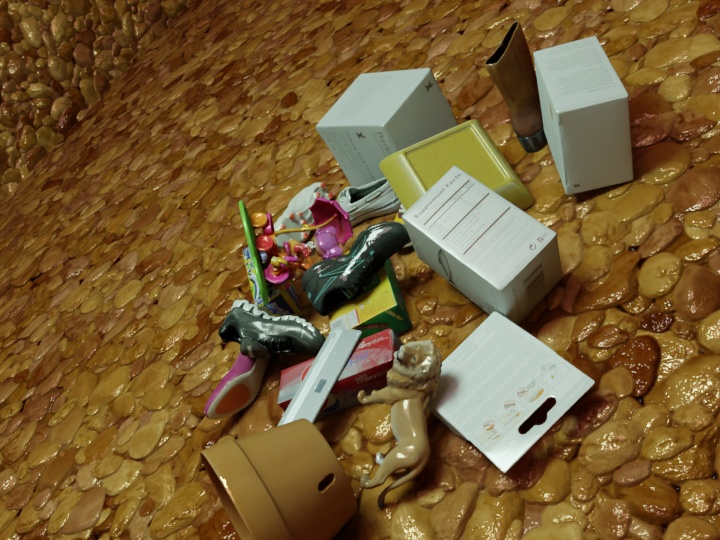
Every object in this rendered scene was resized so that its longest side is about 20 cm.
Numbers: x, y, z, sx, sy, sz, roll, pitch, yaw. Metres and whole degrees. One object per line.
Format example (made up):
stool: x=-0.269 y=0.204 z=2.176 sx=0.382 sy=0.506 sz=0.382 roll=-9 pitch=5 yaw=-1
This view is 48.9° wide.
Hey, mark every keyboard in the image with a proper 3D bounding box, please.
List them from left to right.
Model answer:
keyboard: x=-0.063 y=0.167 z=1.149 sx=0.056 sy=0.011 sz=0.202 roll=9 pitch=58 yaw=38

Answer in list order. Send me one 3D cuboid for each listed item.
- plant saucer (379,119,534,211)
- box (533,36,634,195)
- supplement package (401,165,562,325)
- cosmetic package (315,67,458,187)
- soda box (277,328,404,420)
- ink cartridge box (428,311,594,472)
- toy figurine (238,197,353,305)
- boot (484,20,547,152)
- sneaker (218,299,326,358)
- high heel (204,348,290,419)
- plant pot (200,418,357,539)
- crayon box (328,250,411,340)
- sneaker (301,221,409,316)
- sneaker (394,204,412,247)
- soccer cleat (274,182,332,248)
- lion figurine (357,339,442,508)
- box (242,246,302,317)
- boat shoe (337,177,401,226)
plant saucer: x=0.156 y=-0.158 z=1.302 sx=0.197 sy=0.049 sz=0.202 roll=-24 pitch=60 yaw=-9
box: x=0.347 y=-0.245 z=1.241 sx=0.104 sy=0.154 sz=0.202 roll=-12 pitch=40 yaw=9
supplement package: x=0.175 y=-0.034 z=1.139 sx=0.117 sy=0.117 sz=0.200 roll=-43 pitch=54 yaw=-10
cosmetic package: x=0.057 y=-0.268 z=1.526 sx=0.198 sy=0.168 sz=0.167 roll=10 pitch=53 yaw=48
soda box: x=-0.025 y=0.161 z=1.184 sx=0.198 sy=0.064 sz=0.071 roll=-24 pitch=36 yaw=19
ink cartridge box: x=0.185 y=0.159 z=1.022 sx=0.160 sy=0.047 sz=0.200 roll=-42 pitch=38 yaw=-8
toy figurine: x=-0.099 y=-0.050 z=1.361 sx=0.181 sy=0.151 sz=0.202 roll=-15 pitch=50 yaw=-5
boot: x=0.294 y=-0.341 z=1.373 sx=0.068 sy=0.201 sz=0.189 roll=16 pitch=59 yaw=49
sneaker: x=-0.149 y=0.113 z=1.286 sx=0.197 sy=0.067 sz=0.091 roll=17 pitch=46 yaw=27
high heel: x=-0.203 y=0.163 z=1.328 sx=0.095 sy=0.068 sz=0.200 roll=20 pitch=57 yaw=40
plant pot: x=-0.097 y=0.282 z=1.006 sx=0.139 sy=0.203 sz=0.199 roll=-29 pitch=31 yaw=-20
crayon box: x=0.004 y=0.042 z=1.303 sx=0.118 sy=0.059 sz=0.201 roll=-29 pitch=35 yaw=10
sneaker: x=0.000 y=0.000 z=1.257 sx=0.199 sy=0.075 sz=0.080 roll=-34 pitch=47 yaw=13
sneaker: x=0.094 y=-0.130 z=1.397 sx=0.074 sy=0.091 sz=0.201 roll=3 pitch=49 yaw=44
soccer cleat: x=-0.126 y=-0.105 z=1.588 sx=0.077 sy=0.070 sz=0.201 roll=-15 pitch=29 yaw=41
lion figurine: x=0.060 y=0.197 z=1.025 sx=0.121 sy=0.072 sz=0.204 roll=-17 pitch=70 yaw=31
box: x=-0.165 y=0.020 z=1.467 sx=0.064 sy=0.070 sz=0.201 roll=-31 pitch=34 yaw=5
boat shoe: x=-0.012 y=-0.132 z=1.515 sx=0.197 sy=0.067 sz=0.074 roll=-19 pitch=37 yaw=24
